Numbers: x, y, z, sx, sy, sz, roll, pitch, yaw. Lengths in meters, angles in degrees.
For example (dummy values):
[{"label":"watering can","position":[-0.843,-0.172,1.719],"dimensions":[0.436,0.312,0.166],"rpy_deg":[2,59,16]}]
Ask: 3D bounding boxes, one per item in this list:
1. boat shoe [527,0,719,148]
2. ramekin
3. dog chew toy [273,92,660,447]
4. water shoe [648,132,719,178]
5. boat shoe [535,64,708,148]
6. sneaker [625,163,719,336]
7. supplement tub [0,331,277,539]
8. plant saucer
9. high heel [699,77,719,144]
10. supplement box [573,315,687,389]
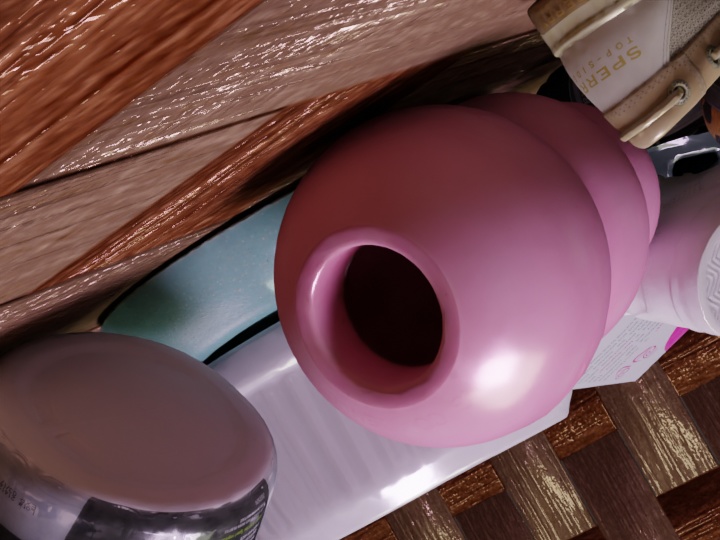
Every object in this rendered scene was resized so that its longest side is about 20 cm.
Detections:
[{"label":"boat shoe","position":[0.141,-0.100,0.714],"dimensions":[0.200,0.063,0.073],"rpy_deg":[-26,175,-45]},{"label":"ramekin","position":[0.006,0.063,0.936],"dimensions":[0.201,0.095,0.202],"rpy_deg":[-27,174,-3]},{"label":"dog chew toy","position":[0.053,-0.012,0.768],"dimensions":[0.124,0.125,0.200],"rpy_deg":[-32,179,34]},{"label":"water shoe","position":[0.208,-0.111,0.991],"dimensions":[0.200,0.079,0.071],"rpy_deg":[-49,-150,-14]},{"label":"boat shoe","position":[0.154,-0.092,0.914],"dimensions":[0.199,0.070,0.066],"rpy_deg":[-27,-177,-39]},{"label":"sneaker","position":[0.162,-0.036,0.909],"dimensions":[0.115,0.074,0.200],"rpy_deg":[5,-154,45]},{"label":"supplement tub","position":[-0.115,0.136,0.808],"dimensions":[0.122,0.122,0.201],"rpy_deg":[-25,142,-53]},{"label":"plant saucer","position":[-0.018,-0.004,0.885],"dimensions":[0.199,0.036,0.200],"rpy_deg":[-28,173,-4]},{"label":"high heel","position":[0.221,-0.068,0.795],"dimensions":[0.199,0.072,0.143],"rpy_deg":[4,-155,-11]},{"label":"supplement box","position":[0.119,0.003,1.174],"dimensions":[0.101,0.104,0.199],"rpy_deg":[-48,154,25]}]
